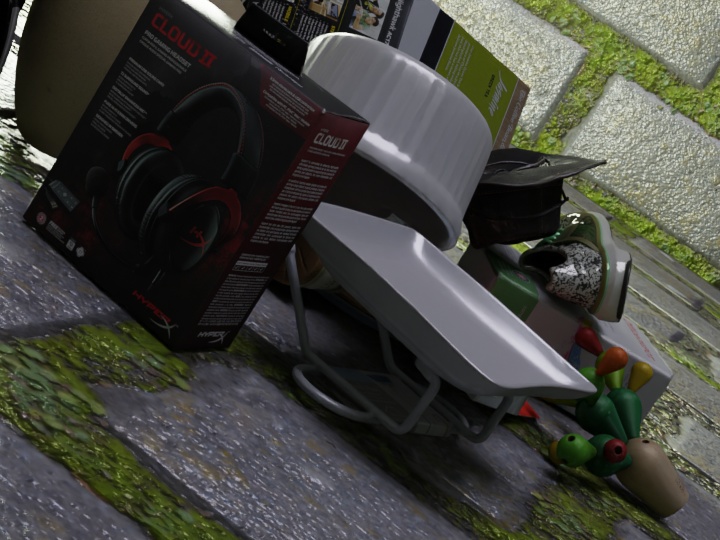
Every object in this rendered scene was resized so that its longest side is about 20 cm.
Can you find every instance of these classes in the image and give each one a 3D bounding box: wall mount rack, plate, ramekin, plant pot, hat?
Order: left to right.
[{"bbox_3d":[-0.171,-0.184,1.154,0.198,0.135,0.201,-1,32,1],"label":"plant pot"},{"bbox_3d":[0.013,-0.109,1.264,0.199,0.098,0.201,28,-14,7],"label":"ramekin"},{"bbox_3d":[0.015,0.052,1.090,0.174,0.075,0.199,40,13,30],"label":"wall mount rack"},{"bbox_3d":[0.056,0.029,1.059,0.199,0.032,0.200,42,14,25],"label":"plate"},{"bbox_3d":[0.132,-0.061,1.403,0.199,0.082,0.201,-7,11,1],"label":"hat"}]

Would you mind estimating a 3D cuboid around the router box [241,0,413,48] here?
[{"bbox_3d":[-0.050,-0.186,1.385,0.148,0.202,0.051,22,-15,-15],"label":"router box"}]

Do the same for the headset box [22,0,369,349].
[{"bbox_3d":[-0.101,-0.073,0.976,0.148,0.201,0.075,39,13,20],"label":"headset box"}]

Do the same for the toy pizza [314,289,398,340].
[{"bbox_3d":[0.000,0.000,1.346,0.199,0.032,0.200,32,12,-8],"label":"toy pizza"}]

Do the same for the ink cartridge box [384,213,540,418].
[{"bbox_3d":[0.089,0.044,1.257,0.160,0.047,0.200,51,11,21],"label":"ink cartridge box"}]

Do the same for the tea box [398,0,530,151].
[{"bbox_3d":[0.029,-0.173,1.574,0.196,0.134,0.199,37,-25,-31],"label":"tea box"}]

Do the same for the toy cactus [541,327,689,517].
[{"bbox_3d":[0.218,0.129,1.273,0.165,0.102,0.200,49,16,-4],"label":"toy cactus"}]

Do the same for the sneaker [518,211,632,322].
[{"bbox_3d":[0.189,-0.016,1.423,0.088,0.078,0.200,12,13,-10],"label":"sneaker"}]

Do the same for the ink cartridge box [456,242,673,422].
[{"bbox_3d":[0.182,0.062,1.448,0.199,0.088,0.145,28,14,-12],"label":"ink cartridge box"}]

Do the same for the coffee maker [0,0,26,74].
[{"bbox_3d":[-0.294,-0.237,1.103,0.134,0.201,0.192,29,13,-21],"label":"coffee maker"}]

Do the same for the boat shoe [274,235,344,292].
[{"bbox_3d":[-0.080,-0.048,1.251,0.063,0.073,0.200,29,18,-51],"label":"boat shoe"}]
